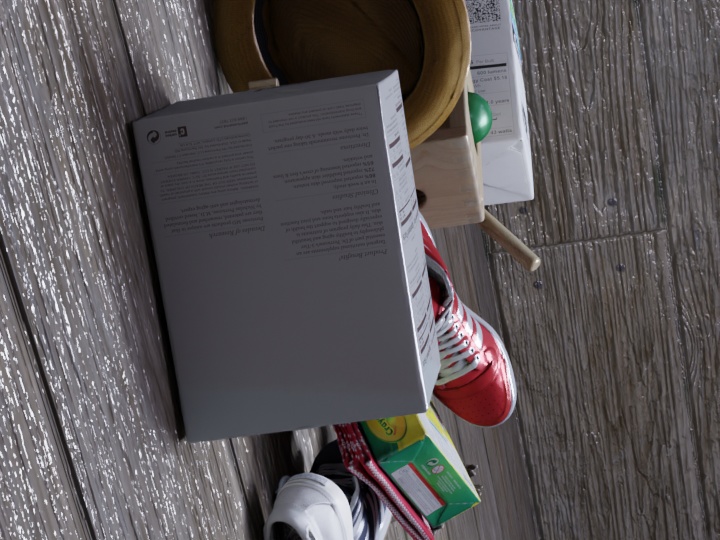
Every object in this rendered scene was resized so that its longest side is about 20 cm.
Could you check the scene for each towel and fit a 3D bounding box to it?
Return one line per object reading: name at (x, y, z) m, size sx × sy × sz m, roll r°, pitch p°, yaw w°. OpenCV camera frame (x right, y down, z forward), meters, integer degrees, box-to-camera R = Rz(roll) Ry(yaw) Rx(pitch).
towel at (-0.007, 0.110, 1.681) m, size 0.145 × 0.022 × 0.200 m, roll 54°, pitch 7°, yaw -48°

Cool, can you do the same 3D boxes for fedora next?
fedora at (-0.011, -0.180, 1.641) m, size 0.082 × 0.200 × 0.201 m, roll -65°, pitch 147°, yaw -75°

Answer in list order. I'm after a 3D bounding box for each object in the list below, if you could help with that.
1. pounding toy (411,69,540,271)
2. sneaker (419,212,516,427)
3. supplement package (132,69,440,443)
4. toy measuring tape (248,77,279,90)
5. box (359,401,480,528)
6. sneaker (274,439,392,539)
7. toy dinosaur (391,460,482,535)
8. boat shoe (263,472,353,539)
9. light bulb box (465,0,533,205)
pounding toy at (0.049, -0.098, 1.982) m, size 0.184 × 0.200 × 0.142 m, roll -89°, pitch 169°, yaw -48°
sneaker at (0.056, 0.046, 1.647) m, size 0.200 × 0.071 × 0.112 m, roll 59°, pitch 9°, yaw -14°
supplement package at (-0.041, -0.013, 1.383) m, size 0.151 × 0.152 × 0.200 m, roll -58°, pitch 139°, yaw -80°
toy measuring tape at (-0.066, -0.048, 1.558) m, size 0.074 × 0.073 × 0.200 m, roll 75°, pitch 11°, yaw -45°
box at (0.017, 0.086, 1.676) m, size 0.117 × 0.048 × 0.200 m, roll 53°, pitch 10°, yaw -49°
sneaker at (-0.020, 0.169, 1.676) m, size 0.200 × 0.070 × 0.109 m, roll -83°, pitch 165°, yaw -53°
toy dinosaur at (0.046, 0.157, 1.876) m, size 0.102 × 0.077 × 0.200 m, roll 40°, pitch 36°, yaw -19°
boat shoe at (-0.029, 0.244, 1.560) m, size 0.069 × 0.072 × 0.200 m, roll -45°, pitch 137°, yaw -54°
light bulb box at (0.061, -0.172, 2.156) m, size 0.125 × 0.198 × 0.200 m, roll 72°, pitch 13°, yaw -62°
